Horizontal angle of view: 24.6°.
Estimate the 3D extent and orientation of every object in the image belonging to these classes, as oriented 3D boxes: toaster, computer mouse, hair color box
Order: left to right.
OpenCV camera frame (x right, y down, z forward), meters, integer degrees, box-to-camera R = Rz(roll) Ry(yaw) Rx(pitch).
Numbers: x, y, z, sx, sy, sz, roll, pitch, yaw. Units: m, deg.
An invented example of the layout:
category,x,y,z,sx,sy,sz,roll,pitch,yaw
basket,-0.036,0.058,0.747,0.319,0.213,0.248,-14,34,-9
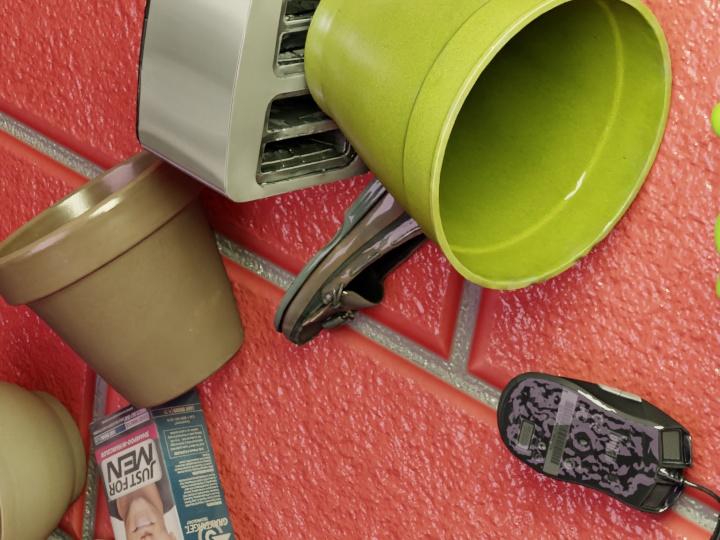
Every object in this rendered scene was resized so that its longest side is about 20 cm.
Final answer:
category,x,y,z,sx,sy,sz,roll,pitch,yaw
hair color box,-0.171,0.216,1.466,0.100,0.060,0.202,-27,74,43
toaster,-0.066,-0.161,1.177,0.118,0.199,0.183,32,122,37
computer mouse,0.186,0.150,1.147,0.198,0.046,0.142,15,110,27

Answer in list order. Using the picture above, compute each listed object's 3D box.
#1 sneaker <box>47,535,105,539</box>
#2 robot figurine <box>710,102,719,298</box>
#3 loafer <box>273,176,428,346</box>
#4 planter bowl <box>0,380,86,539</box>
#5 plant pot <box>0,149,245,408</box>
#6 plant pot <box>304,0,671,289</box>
category,x,y,z,sx,sy,sz,roll,pitch,yaw
sneaker,-0.307,0.312,1.613,0.199,0.111,0.074,-1,106,44
robot figurine,0.278,-0.048,0.944,0.176,0.114,0.201,-113,35,-48
loafer,0.000,0.000,1.257,0.063,0.072,0.200,47,128,14
planter bowl,-0.352,0.191,1.600,0.199,0.134,0.203,14,110,41
plant pot,-0.187,0.014,1.372,0.199,0.200,0.176,-16,110,45
plant pot,0.066,-0.122,1.086,0.193,0.199,0.202,38,127,42
